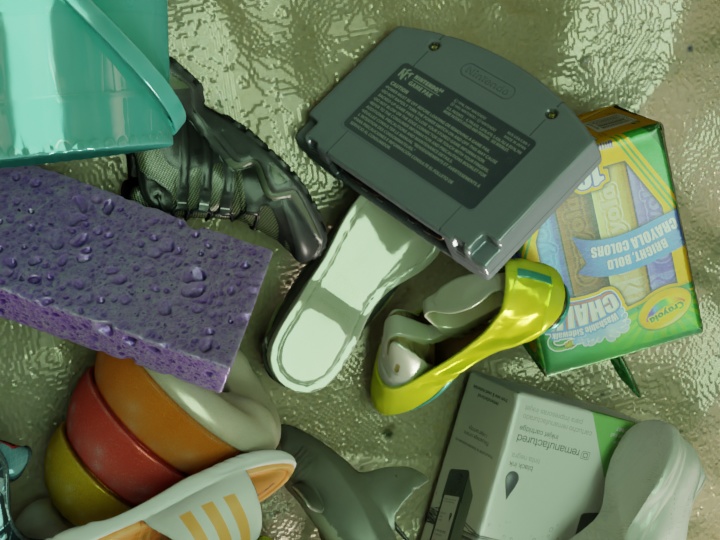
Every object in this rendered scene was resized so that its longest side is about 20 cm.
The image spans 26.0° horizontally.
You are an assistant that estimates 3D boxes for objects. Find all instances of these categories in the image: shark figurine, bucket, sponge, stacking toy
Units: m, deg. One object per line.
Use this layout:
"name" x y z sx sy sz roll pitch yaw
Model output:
"shark figurine" 0.020 0.185 1.076 0.089 0.128 0.216 -34 87 -9
"bucket" -0.202 -0.131 0.918 0.205 0.207 0.137 -8 95 -23
"sponge" -0.163 -0.001 0.984 0.198 0.112 0.030 20 134 -2
"stacking toy" -0.164 0.125 1.048 0.146 0.146 0.200 40 100 -24

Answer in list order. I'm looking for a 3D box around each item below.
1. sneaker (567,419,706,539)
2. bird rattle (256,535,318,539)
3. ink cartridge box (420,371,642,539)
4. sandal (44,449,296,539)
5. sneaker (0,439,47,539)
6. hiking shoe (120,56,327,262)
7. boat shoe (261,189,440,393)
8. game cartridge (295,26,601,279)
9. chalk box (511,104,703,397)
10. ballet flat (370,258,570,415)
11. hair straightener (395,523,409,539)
"sneaker" 0.197 0.215 1.146 0.088 0.075 0.201 41 79 -36
"bird rattle" -0.041 0.238 1.081 0.113 0.163 0.200 -43 134 -1
"ink cartridge box" 0.131 0.196 1.194 0.144 0.084 0.202 16 91 -26
"sandal" -0.126 0.180 0.979 0.205 0.079 0.060 -22 66 -22
"sneaker" -0.259 0.128 0.997 0.095 0.079 0.201 -32 98 -12
"hiking shoe" -0.113 -0.062 1.059 0.200 0.076 0.101 42 89 -15
"boat shoe" -0.002 -0.002 1.117 0.072 0.060 0.202 39 80 -13
"game cartridge" 0.063 -0.090 1.066 0.133 0.200 0.042 -42 141 -14
"chalk box" 0.167 -0.004 1.144 0.122 0.124 0.202 -14 103 -4
"ballet flat" 0.057 0.042 1.089 0.067 0.199 0.068 21 53 -36
"hair straightener" 0.003 0.272 1.172 0.076 0.041 0.203 10 88 -8
